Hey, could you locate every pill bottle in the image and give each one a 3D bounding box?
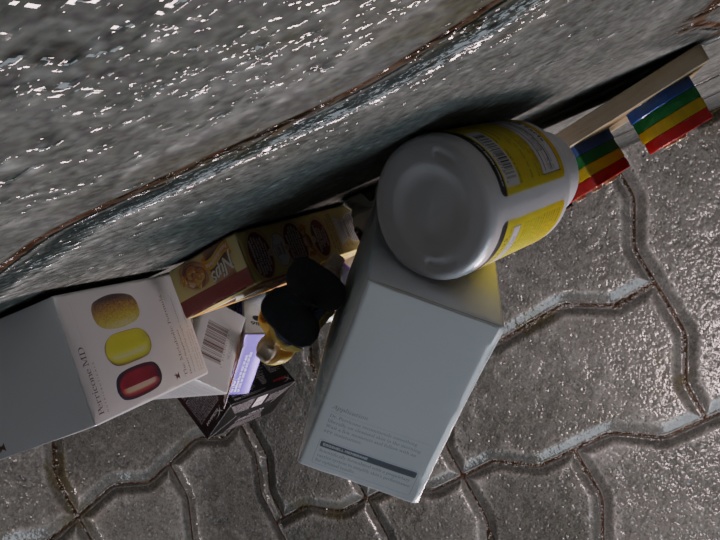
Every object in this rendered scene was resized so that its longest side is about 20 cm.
[{"bbox_3d":[0.110,-0.068,0.653,0.110,0.113,0.199,-22,178,40],"label":"pill bottle"}]

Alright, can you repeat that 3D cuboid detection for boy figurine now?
[{"bbox_3d":[-0.059,0.036,0.745,0.125,0.064,0.200,-52,-176,-10],"label":"boy figurine"}]

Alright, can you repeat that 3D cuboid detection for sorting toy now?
[{"bbox_3d":[0.276,-0.139,0.832,0.198,0.070,0.198,-32,176,17],"label":"sorting toy"}]

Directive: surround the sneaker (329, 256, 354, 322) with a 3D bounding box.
[{"bbox_3d":[0.000,0.000,1.002,0.199,0.081,0.147,-26,158,-54],"label":"sneaker"}]

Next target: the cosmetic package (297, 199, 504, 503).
[{"bbox_3d":[0.036,0.058,0.719,0.200,0.121,0.203,-79,-170,-62],"label":"cosmetic package"}]

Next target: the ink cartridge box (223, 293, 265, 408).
[{"bbox_3d":[-0.154,0.087,1.034,0.038,0.101,0.201,14,-152,-16],"label":"ink cartridge box"}]

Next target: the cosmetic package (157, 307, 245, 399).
[{"bbox_3d":[-0.242,0.102,0.971,0.197,0.103,0.071,-10,149,40],"label":"cosmetic package"}]

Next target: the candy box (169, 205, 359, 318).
[{"bbox_3d":[-0.087,-0.014,0.814,0.114,0.056,0.199,-25,176,39],"label":"candy box"}]

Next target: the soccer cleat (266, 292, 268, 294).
[{"bbox_3d":[-0.191,0.039,1.259,0.082,0.066,0.200,-19,180,2],"label":"soccer cleat"}]

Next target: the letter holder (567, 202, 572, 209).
[{"bbox_3d":[0.188,-0.099,1.155,0.197,0.102,0.142,-22,-179,-8],"label":"letter holder"}]

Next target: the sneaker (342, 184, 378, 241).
[{"bbox_3d":[0.085,-0.069,0.831,0.197,0.090,0.074,-23,178,-9],"label":"sneaker"}]

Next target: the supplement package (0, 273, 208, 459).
[{"bbox_3d":[-0.247,0.081,0.717,0.108,0.116,0.200,-20,180,16],"label":"supplement package"}]

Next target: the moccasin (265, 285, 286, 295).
[{"bbox_3d":[-0.099,0.059,1.101,0.073,0.079,0.200,-22,178,-42],"label":"moccasin"}]

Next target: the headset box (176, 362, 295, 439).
[{"bbox_3d":[-0.213,0.126,1.120,0.075,0.200,0.148,-52,160,25],"label":"headset box"}]
